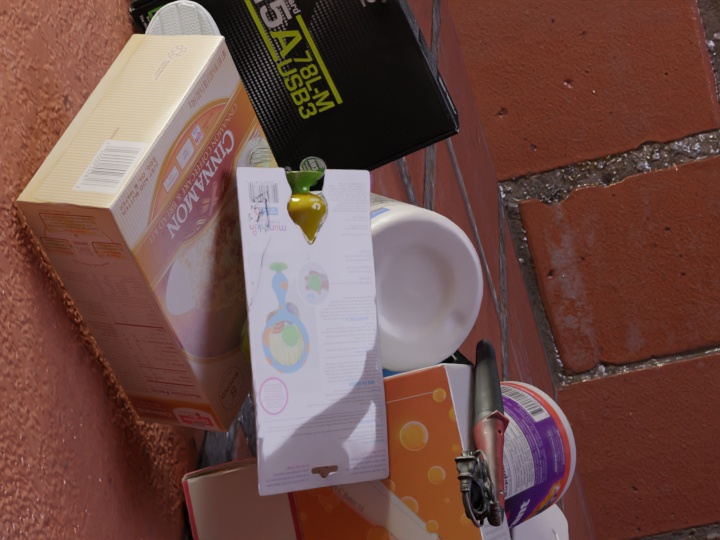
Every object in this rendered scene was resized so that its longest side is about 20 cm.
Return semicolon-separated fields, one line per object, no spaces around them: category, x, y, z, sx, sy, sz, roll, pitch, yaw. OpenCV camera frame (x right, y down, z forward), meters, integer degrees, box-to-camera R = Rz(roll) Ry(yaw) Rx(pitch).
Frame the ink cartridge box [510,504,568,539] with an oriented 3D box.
ink cartridge box;0.074;0.268;1.506;0.086;0.199;0.147;50;20;-17

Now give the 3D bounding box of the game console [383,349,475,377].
game console;0.006;0.125;1.477;0.175;0.116;0.201;-23;146;-44

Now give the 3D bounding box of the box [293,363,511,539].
box;0.031;0.174;1.196;0.097;0.123;0.202;16;61;-74

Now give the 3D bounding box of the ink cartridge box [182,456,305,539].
ink cartridge box;-0.052;0.206;1.281;0.200;0.082;0.148;12;65;-77

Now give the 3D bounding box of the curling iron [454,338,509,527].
curling iron;0.084;0.100;1.163;0.200;0.025;0.050;-76;152;-62

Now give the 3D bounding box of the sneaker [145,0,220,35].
sneaker;-0.126;-0.097;1.311;0.071;0.072;0.202;-57;143;-87

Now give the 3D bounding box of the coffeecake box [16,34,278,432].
coffeecake box;-0.114;-0.022;1.114;0.154;0.072;0.201;-62;145;-36

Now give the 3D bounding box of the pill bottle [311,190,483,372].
pill bottle;0.000;0.000;1.286;0.200;0.113;0.115;24;-48;67

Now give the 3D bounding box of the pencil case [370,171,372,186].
pencil case;-0.027;-0.076;1.567;0.201;0.086;0.083;95;-21;-60

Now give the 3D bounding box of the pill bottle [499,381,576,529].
pill bottle;0.075;0.157;1.354;0.199;0.111;0.113;-13;91;-55

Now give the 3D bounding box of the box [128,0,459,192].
box;-0.048;-0.160;1.349;0.048;0.192;0.201;-80;147;-64

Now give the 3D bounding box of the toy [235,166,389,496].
toy;-0.040;0.036;1.128;0.114;0.047;0.202;-1;89;-44
